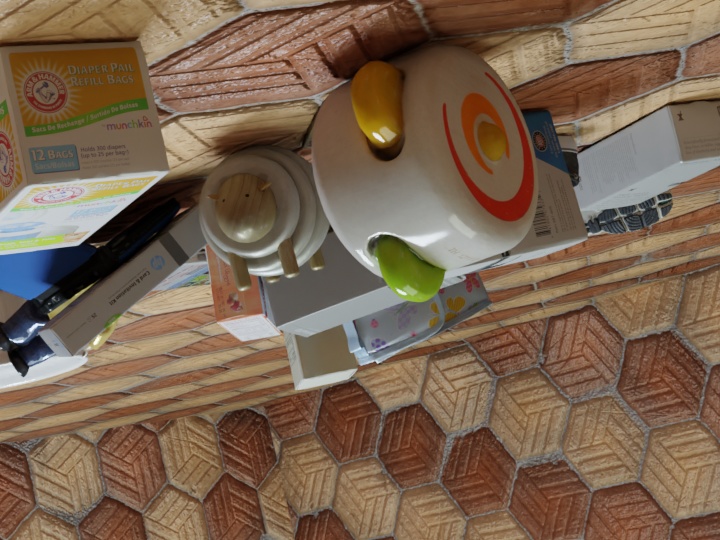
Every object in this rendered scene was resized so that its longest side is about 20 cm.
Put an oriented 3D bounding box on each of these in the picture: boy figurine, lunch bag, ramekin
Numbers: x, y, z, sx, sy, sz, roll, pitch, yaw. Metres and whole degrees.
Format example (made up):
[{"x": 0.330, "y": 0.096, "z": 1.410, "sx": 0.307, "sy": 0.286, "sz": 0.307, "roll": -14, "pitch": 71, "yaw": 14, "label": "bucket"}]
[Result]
[{"x": -0.336, "y": 0.037, "z": 1.745, "sx": 0.200, "sy": 0.125, "sz": 0.064, "roll": -35, "pitch": -160, "yaw": -1, "label": "boy figurine"}, {"x": 0.042, "y": 0.006, "z": 1.768, "sx": 0.200, "sy": 0.170, "sz": 0.127, "roll": -21, "pitch": 180, "yaw": -44, "label": "lunch bag"}, {"x": -0.452, "y": 0.087, "z": 1.881, "sx": 0.199, "sy": 0.098, "sz": 0.200, "roll": -13, "pitch": 170, "yaw": -2, "label": "ramekin"}]

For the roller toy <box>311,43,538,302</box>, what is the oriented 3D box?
[{"x": 0.061, "y": -0.094, "z": 1.257, "sx": 0.139, "sy": 0.201, "sz": 0.182, "roll": -19, "pitch": -167, "yaw": 34, "label": "roller toy"}]

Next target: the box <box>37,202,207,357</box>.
[{"x": -0.238, "y": 0.011, "z": 1.531, "sx": 0.200, "sy": 0.041, "sz": 0.156, "roll": -40, "pitch": -172, "yaw": -15, "label": "box"}]

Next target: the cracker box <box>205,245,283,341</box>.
[{"x": -0.135, "y": 0.003, "z": 1.703, "sx": 0.057, "sy": 0.135, "sz": 0.200, "roll": -10, "pitch": 171, "yaw": 1, "label": "cracker box"}]

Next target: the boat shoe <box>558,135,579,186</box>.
[{"x": 0.171, "y": -0.110, "z": 1.679, "sx": 0.199, "sy": 0.067, "sz": 0.070, "roll": -6, "pitch": 169, "yaw": -39, "label": "boat shoe"}]

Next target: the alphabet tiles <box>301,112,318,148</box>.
[{"x": 0.027, "y": -0.144, "z": 1.450, "sx": 0.166, "sy": 0.008, "sz": 0.200, "roll": -12, "pitch": 170, "yaw": -13, "label": "alphabet tiles"}]

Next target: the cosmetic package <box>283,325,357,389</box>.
[{"x": -0.062, "y": 0.038, "z": 1.818, "sx": 0.071, "sy": 0.201, "sz": 0.105, "roll": -11, "pitch": 172, "yaw": -10, "label": "cosmetic package"}]

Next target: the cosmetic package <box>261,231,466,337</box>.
[{"x": 0.000, "y": 0.000, "z": 1.619, "sx": 0.199, "sy": 0.091, "sz": 0.107, "roll": -24, "pitch": 166, "yaw": 15, "label": "cosmetic package"}]

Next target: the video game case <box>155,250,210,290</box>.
[{"x": -0.211, "y": -0.002, "z": 1.946, "sx": 0.199, "sy": 0.018, "sz": 0.143, "roll": -6, "pitch": 168, "yaw": -40, "label": "video game case"}]

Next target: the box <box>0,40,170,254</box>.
[{"x": -0.237, "y": -0.087, "z": 1.108, "sx": 0.112, "sy": 0.102, "sz": 0.200, "roll": -8, "pitch": 170, "yaw": -33, "label": "box"}]

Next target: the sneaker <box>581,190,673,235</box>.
[{"x": 0.345, "y": -0.092, "z": 2.109, "sx": 0.199, "sy": 0.078, "sz": 0.080, "roll": -12, "pitch": -168, "yaw": 22, "label": "sneaker"}]

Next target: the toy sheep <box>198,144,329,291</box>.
[{"x": -0.089, "y": -0.055, "z": 1.434, "sx": 0.137, "sy": 0.139, "sz": 0.200, "roll": -15, "pitch": 180, "yaw": 11, "label": "toy sheep"}]

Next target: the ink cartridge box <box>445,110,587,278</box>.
[{"x": 0.119, "y": -0.075, "z": 1.532, "sx": 0.199, "sy": 0.145, "sz": 0.084, "roll": -12, "pitch": 172, "yaw": -34, "label": "ink cartridge box"}]

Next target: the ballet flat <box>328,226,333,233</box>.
[{"x": -0.016, "y": -0.070, "z": 1.669, "sx": 0.199, "sy": 0.076, "sz": 0.064, "roll": -17, "pitch": 138, "yaw": -9, "label": "ballet flat"}]

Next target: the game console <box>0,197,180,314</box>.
[{"x": -0.315, "y": -0.037, "z": 1.571, "sx": 0.171, "sy": 0.118, "sz": 0.200, "roll": -45, "pitch": -168, "yaw": -34, "label": "game console"}]

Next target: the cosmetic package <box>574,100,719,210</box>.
[{"x": 0.349, "y": -0.135, "z": 1.775, "sx": 0.101, "sy": 0.074, "sz": 0.200, "roll": -9, "pitch": 171, "yaw": -29, "label": "cosmetic package"}]
